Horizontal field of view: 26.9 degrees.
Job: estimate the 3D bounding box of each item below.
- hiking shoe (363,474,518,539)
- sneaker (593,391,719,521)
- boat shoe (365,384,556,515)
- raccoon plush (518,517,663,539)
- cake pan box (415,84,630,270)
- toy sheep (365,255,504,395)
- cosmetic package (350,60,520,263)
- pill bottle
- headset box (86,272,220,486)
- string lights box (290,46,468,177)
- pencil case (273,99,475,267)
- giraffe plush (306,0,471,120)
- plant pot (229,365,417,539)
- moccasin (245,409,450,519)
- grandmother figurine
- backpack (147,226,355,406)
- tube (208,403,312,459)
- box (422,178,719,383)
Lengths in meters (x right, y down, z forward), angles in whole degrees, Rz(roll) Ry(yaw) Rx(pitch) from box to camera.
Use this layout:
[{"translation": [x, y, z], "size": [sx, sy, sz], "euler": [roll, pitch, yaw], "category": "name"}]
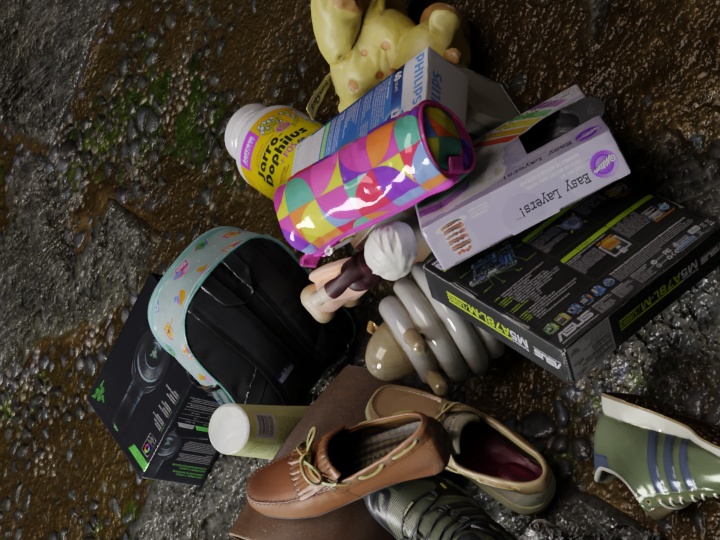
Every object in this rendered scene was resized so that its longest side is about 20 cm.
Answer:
[{"translation": [0.090, 0.238, 1.372], "size": [0.199, 0.101, 0.076], "euler": [30, 82, 10], "category": "hiking shoe"}, {"translation": [0.276, 0.174, 1.284], "size": [0.200, 0.067, 0.090], "euler": [23, 102, 48], "category": "sneaker"}, {"translation": [0.095, 0.155, 1.414], "size": [0.199, 0.066, 0.074], "euler": [24, 65, 16], "category": "boat shoe"}, {"translation": [0.218, 0.261, 1.259], "size": [0.199, 0.134, 0.097], "euler": [6, 81, 48], "category": "raccoon plush"}, {"translation": [0.145, -0.091, 1.396], "size": [0.199, 0.052, 0.184], "euler": [-27, 20, 9], "category": "cake pan box"}, {"translation": [0.092, 0.044, 1.464], "size": [0.199, 0.138, 0.138], "euler": [-29, 50, -4], "category": "toy sheep"}, {"translation": [0.070, -0.108, 1.558], "size": [0.200, 0.103, 0.087], "euler": [-51, 46, 25], "category": "cosmetic package"}, {"translation": [-0.074, -0.124, 1.715], "size": [0.200, 0.104, 0.105], "euler": [34, 103, 47], "category": "pill bottle"}, {"translation": [-0.225, 0.135, 1.802], "size": [0.174, 0.093, 0.201], "euler": [44, 111, 45], "category": "headset box"}, {"translation": [0.014, -0.122, 1.482], "size": [0.200, 0.059, 0.103], "euler": [-32, 37, 37], "category": "string lights box"}, {"translation": [0.011, -0.080, 1.388], "size": [0.200, 0.088, 0.089], "euler": [-30, 58, 36], "category": "pencil case"}, {"translation": [0.047, -0.242, 1.604], "size": [0.161, 0.173, 0.201], "euler": [7, 72, 26], "category": "giraffe plush"}, {"translation": [-0.008, 0.204, 1.505], "size": [0.186, 0.187, 0.201], "euler": [8, 71, 47], "category": "plant pot"}, {"translation": [-0.019, 0.175, 1.375], "size": [0.201, 0.078, 0.074], "euler": [-16, 48, 25], "category": "moccasin"}, {"translation": [0.000, 0.000, 1.491], "size": [0.061, 0.121, 0.200], "euler": [50, 152, -1], "category": "grandmother figurine"}, {"translation": [-0.128, 0.051, 1.618], "size": [0.176, 0.200, 0.153], "euler": [-49, 40, -13], "category": "backpack"}, {"translation": [-0.081, 0.170, 1.563], "size": [0.058, 0.200, 0.052], "euler": [-36, 66, 22], "category": "tube"}, {"translation": [0.191, -0.007, 1.356], "size": [0.200, 0.048, 0.193], "euler": [-36, 38, -20], "category": "box"}]
